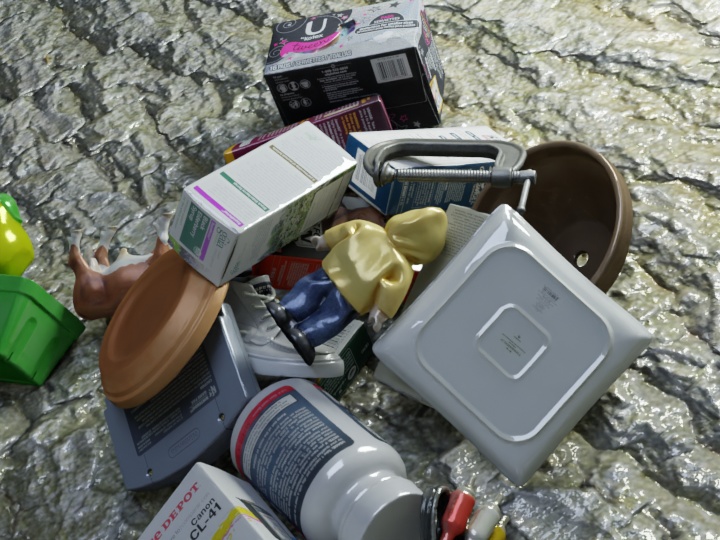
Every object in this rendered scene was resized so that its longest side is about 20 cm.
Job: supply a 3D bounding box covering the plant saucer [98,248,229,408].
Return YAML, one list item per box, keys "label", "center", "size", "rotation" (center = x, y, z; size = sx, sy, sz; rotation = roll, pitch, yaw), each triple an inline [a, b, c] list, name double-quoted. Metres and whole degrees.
- label: "plant saucer"
  center: [-0.211, 0.049, 1.491]
  size: [0.200, 0.037, 0.201]
  rotation: [-39, 30, 27]

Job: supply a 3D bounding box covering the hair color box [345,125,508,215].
- label: "hair color box"
  center: [0.088, -0.115, 1.622]
  size: [0.199, 0.061, 0.100]
  rotation: [-7, 32, -33]

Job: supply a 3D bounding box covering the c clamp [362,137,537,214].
- label: "c clamp"
  center: [0.090, -0.108, 1.477]
  size: [0.199, 0.027, 0.171]
  rotation: [4, 28, 19]

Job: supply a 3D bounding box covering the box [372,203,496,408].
- label: "box"
  center: [0.096, 0.040, 1.457]
  size: [0.082, 0.068, 0.201]
  rotation: [23, 87, 46]

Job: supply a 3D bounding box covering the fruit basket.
- label: "fruit basket"
  center: [-0.438, 0.020, 1.709]
  size: [0.214, 0.156, 0.217]
  rotation: [-11, 57, 18]

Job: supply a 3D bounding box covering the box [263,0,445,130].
- label: "box"
  center: [-0.005, -0.253, 1.819]
  size: [0.199, 0.132, 0.115]
  rotation: [-9, 43, 15]

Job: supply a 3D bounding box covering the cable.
- label: "cable"
  center: [0.076, 0.272, 1.277]
  size: [0.050, 0.097, 0.201]
  rotation: [-14, 38, 38]

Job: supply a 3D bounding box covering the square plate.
- label: "square plate"
  center: [0.146, 0.070, 1.386]
  size: [0.200, 0.028, 0.198]
  rotation: [42, 89, 9]

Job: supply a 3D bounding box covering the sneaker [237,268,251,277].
- label: "sneaker"
  center: [-0.085, -0.036, 1.680]
  size: [0.199, 0.074, 0.081]
  rotation: [3, 42, 22]

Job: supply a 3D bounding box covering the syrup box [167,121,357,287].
- label: "syrup box"
  center: [-0.100, -0.072, 1.476]
  size: [0.081, 0.079, 0.200]
  rotation: [40, 44, 17]

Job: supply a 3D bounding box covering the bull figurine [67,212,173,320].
- label: "bull figurine"
  center: [-0.250, 0.000, 1.675]
  size: [0.199, 0.122, 0.065]
  rotation: [-10, -1, 8]

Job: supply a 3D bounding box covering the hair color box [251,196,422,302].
- label: "hair color box"
  center: [-0.018, -0.027, 1.573]
  size: [0.199, 0.061, 0.102]
  rotation: [6, 51, -14]

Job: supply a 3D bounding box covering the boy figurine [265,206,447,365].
- label: "boy figurine"
  center: [0.000, 0.000, 1.425]
  size: [0.200, 0.065, 0.124]
  rotation: [-39, 62, -8]

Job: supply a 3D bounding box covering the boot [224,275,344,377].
- label: "boot"
  center: [-0.102, 0.053, 1.487]
  size: [0.199, 0.096, 0.073]
  rotation: [9, 6, 31]

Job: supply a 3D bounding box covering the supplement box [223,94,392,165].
- label: "supplement box"
  center: [-0.056, -0.139, 1.728]
  size: [0.199, 0.086, 0.110]
  rotation: [-19, 9, 3]

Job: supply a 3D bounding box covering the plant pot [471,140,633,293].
- label: "plant pot"
  center: [0.211, -0.027, 1.498]
  size: [0.200, 0.093, 0.202]
  rotation: [-20, 58, 36]

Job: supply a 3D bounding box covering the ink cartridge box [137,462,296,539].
- label: "ink cartridge box"
  center: [-0.121, 0.296, 1.312]
  size: [0.148, 0.086, 0.200]
  rotation: [-52, 47, 2]

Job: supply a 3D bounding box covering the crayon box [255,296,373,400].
- label: "crayon box"
  center: [-0.100, 0.092, 1.568]
  size: [0.199, 0.052, 0.126]
  rotation: [16, 55, 34]

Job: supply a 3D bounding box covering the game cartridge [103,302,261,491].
- label: "game cartridge"
  center: [-0.184, 0.141, 1.481]
  size: [0.200, 0.041, 0.134]
  rotation: [-38, 64, 29]

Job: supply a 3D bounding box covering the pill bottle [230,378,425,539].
- label: "pill bottle"
  center: [-0.026, 0.200, 1.374]
  size: [0.119, 0.120, 0.200]
  rotation: [-38, 44, -16]
